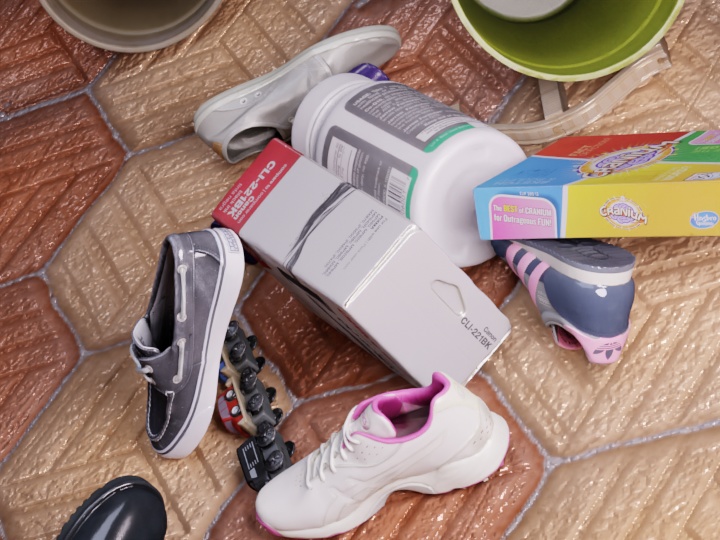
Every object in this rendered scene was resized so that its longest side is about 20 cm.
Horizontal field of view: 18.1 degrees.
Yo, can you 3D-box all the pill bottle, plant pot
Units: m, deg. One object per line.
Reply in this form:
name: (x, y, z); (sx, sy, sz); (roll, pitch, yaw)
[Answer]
pill bottle: (0.036, -0.086, 1.800); (0.113, 0.113, 0.200); (-44, 39, -11)
plant pot: (0.149, -0.261, 1.832); (0.200, 0.201, 0.193); (-35, 12, -1)
plant pot: (-0.220, -0.336, 2.217); (0.199, 0.200, 0.174); (-26, 22, 11)

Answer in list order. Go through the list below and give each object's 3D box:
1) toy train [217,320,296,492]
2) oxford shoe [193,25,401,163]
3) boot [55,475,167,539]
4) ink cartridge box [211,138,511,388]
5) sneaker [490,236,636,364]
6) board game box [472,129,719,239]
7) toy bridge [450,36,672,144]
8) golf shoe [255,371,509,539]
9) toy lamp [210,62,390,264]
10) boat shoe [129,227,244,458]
toy train: (-0.088, 0.107, 1.755); (0.046, 0.034, 0.200); (-40, 37, 13)
oxford shoe: (-0.050, -0.152, 1.979); (0.199, 0.075, 0.058); (-27, 65, 3)
boot: (-0.175, 0.258, 1.618); (0.200, 0.076, 0.168); (-52, 37, -10)
ink cartridge box: (0.000, 0.000, 1.704); (0.084, 0.144, 0.200); (-50, 39, -6)
sneaker: (0.142, 0.013, 1.658); (0.070, 0.082, 0.200); (-3, 13, -13)
board game box: (0.205, -0.063, 1.646); (0.199, 0.041, 0.153); (-1, 17, 33)
toy bridge: (0.157, -0.136, 1.833); (0.199, 0.027, 0.067); (-22, 40, 15)
golf shoe: (0.004, 0.128, 1.616); (0.199, 0.092, 0.076); (-23, 40, 17)
toy lamp: (-0.045, -0.095, 1.917); (0.058, 0.058, 0.200); (18, 63, 46)
boat shoe: (-0.145, 0.058, 1.727); (0.068, 0.201, 0.072); (-2, 36, -31)
